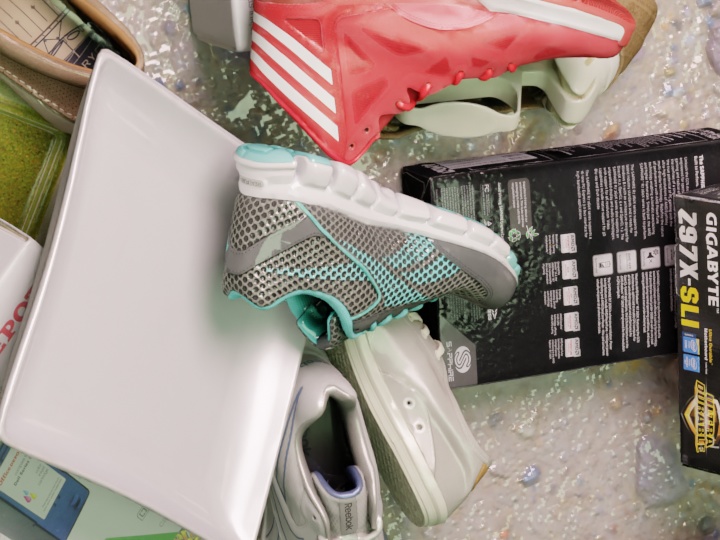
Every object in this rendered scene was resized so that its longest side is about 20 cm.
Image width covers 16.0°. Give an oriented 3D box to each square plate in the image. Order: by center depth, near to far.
[{"bbox_3d":[-0.098,0.021,1.279,0.198,0.028,0.201,34,63,-48],"label":"square plate"}]

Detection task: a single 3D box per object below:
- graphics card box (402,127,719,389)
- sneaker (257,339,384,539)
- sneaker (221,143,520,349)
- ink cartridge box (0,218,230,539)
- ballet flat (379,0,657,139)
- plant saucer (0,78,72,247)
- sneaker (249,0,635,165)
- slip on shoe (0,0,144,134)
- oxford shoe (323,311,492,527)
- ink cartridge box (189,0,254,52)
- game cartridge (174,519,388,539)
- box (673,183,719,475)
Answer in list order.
[{"bbox_3d":[0.126,-0.008,1.464,0.199,0.051,0.126,-9,104,-19],"label":"graphics card box"},{"bbox_3d":[-0.020,0.139,1.383,0.074,0.087,0.201,-18,107,-18],"label":"sneaker"},{"bbox_3d":[0.000,0.000,1.335,0.200,0.077,0.092,20,86,-40],"label":"sneaker"},{"bbox_3d":[-0.172,0.078,1.306,0.146,0.087,0.200,-55,133,-11],"label":"ink cartridge box"},{"bbox_3d":[0.082,-0.106,1.412,0.199,0.072,0.068,-10,136,-18],"label":"ballet flat"},{"bbox_3d":[-0.239,-0.036,1.328,0.200,0.048,0.200,20,93,-22],"label":"plant saucer"},{"bbox_3d":[0.035,-0.109,1.322,0.199,0.078,0.116,12,109,-11],"label":"sneaker"},{"bbox_3d":[-0.194,-0.146,1.293,0.200,0.061,0.076,41,64,-7],"label":"slip on shoe"},{"bbox_3d":[0.012,0.042,1.405,0.058,0.075,0.200,-26,87,-15],"label":"oxford shoe"},{"bbox_3d":[0.009,-0.204,1.365,0.199,0.085,0.145,-11,104,-19],"label":"ink cartridge box"},{"bbox_3d":[-0.081,0.172,1.432,0.200,0.041,0.133,-28,104,-13],"label":"game cartridge"},{"bbox_3d":[0.262,0.019,1.481,0.200,0.049,0.160,-14,108,-41],"label":"box"}]
